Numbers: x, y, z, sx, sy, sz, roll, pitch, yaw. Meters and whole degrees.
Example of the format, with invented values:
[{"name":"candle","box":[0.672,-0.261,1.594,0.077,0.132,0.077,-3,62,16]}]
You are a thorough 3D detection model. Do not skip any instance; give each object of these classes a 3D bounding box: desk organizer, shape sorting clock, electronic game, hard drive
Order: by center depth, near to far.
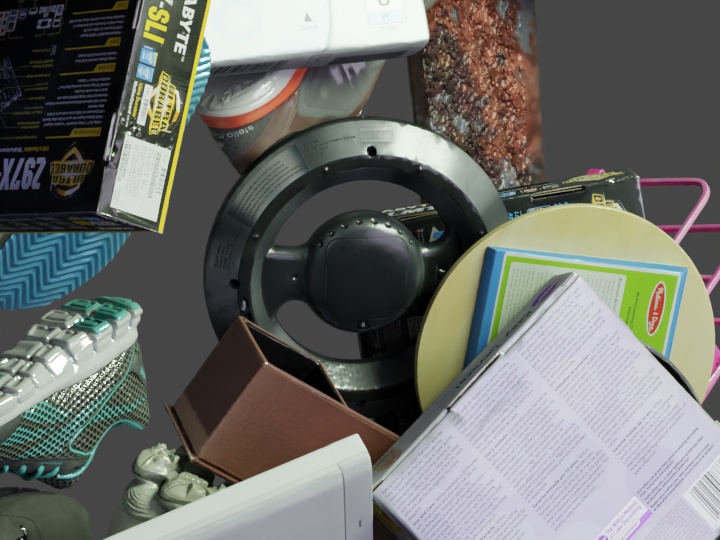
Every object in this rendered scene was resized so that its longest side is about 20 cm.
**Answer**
[{"name":"hard drive","box":[-0.087,0.174,1.628,0.200,0.027,0.132,-22,148,-14]},{"name":"desk organizer","box":[-0.015,0.114,1.721,0.200,0.072,0.077,31,103,-28]},{"name":"electronic game","box":[0.000,0.000,1.740,0.200,0.042,0.200,-4,110,-11]},{"name":"shape sorting clock","box":[0.130,0.054,1.755,0.200,0.039,0.200,-3,107,-10]}]

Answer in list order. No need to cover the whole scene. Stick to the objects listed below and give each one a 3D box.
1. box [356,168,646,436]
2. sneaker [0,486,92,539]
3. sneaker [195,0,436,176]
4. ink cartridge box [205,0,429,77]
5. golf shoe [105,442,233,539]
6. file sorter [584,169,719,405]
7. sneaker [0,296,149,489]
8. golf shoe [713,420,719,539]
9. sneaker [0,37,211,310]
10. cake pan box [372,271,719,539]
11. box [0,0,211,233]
[{"name":"box","box":[0.099,0.048,1.807,0.198,0.050,0.200,-11,99,-2]},{"name":"sneaker","box":[-0.224,0.175,1.561,0.200,0.091,0.076,-21,103,-42]},{"name":"sneaker","box":[-0.022,-0.128,1.762,0.200,0.077,0.082,-36,124,-25]},{"name":"ink cartridge box","box":[-0.053,-0.222,1.684,0.160,0.047,0.200,-8,85,-23]},{"name":"golf shoe","box":[-0.083,0.175,1.720,0.200,0.078,0.097,24,102,-42]},{"name":"file sorter","box":[0.219,0.048,1.940,0.139,0.125,0.200,-53,123,-28]},{"name":"sneaker","box":[-0.193,0.093,1.602,0.200,0.078,0.091,-31,115,-36]},{"name":"golf shoe","box":[0.252,0.167,1.837,0.075,0.200,0.092,-20,65,-11]},{"name":"sneaker","box":[-0.168,-0.067,1.620,0.200,0.081,0.076,-56,141,-1]},{"name":"cake pan box","box":[0.126,0.128,1.692,0.184,0.052,0.200,45,79,-12]},{"name":"box","box":[-0.170,-0.101,1.531,0.049,0.200,0.160,17,79,-40]}]
